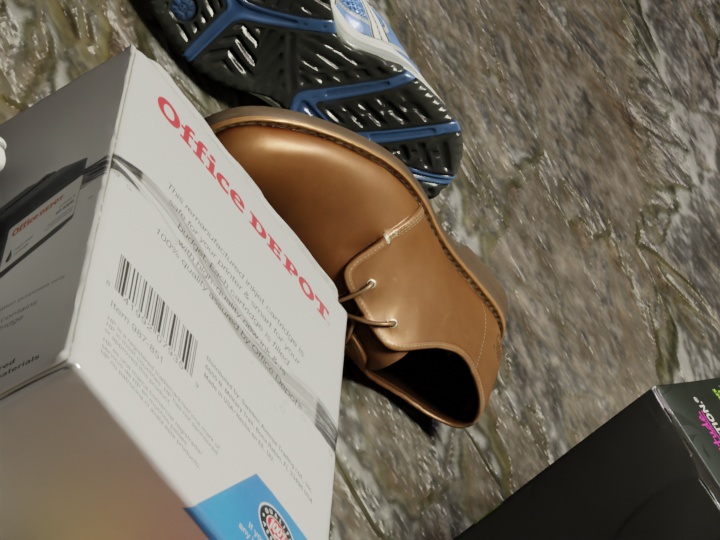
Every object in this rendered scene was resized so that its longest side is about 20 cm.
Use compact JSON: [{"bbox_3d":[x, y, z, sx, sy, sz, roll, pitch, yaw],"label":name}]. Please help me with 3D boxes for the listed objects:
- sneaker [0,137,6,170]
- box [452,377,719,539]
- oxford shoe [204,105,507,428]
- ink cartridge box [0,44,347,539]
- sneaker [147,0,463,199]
[{"bbox_3d":[-0.182,-0.011,0.914,0.081,0.075,0.200,44,22,-14],"label":"sneaker"},{"bbox_3d":[0.146,0.134,1.217,0.124,0.149,0.200,58,25,17],"label":"box"},{"bbox_3d":[0.000,0.000,1.204,0.200,0.071,0.071,40,38,-36],"label":"oxford shoe"},{"bbox_3d":[-0.079,0.039,0.984,0.145,0.084,0.200,52,22,-27],"label":"ink cartridge box"},{"bbox_3d":[-0.037,-0.110,1.263,0.200,0.076,0.077,49,7,-21],"label":"sneaker"}]
